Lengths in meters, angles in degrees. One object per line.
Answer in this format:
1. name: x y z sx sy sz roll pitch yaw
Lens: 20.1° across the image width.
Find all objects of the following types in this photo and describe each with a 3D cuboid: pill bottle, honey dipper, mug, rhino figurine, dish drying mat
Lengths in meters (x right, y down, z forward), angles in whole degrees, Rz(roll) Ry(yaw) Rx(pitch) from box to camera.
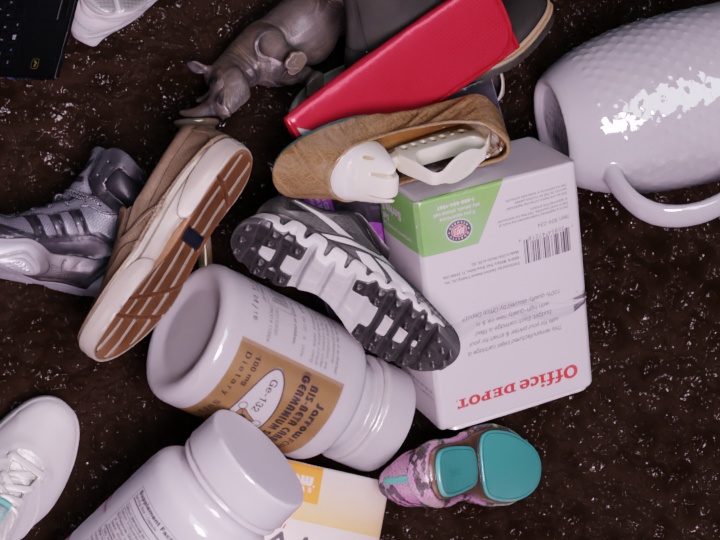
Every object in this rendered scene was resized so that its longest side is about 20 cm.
1. pill bottle: -0.059 0.084 1.604 0.199 0.114 0.115 27 76 -31
2. honey dipper: -0.128 -0.022 1.648 0.038 0.038 0.202 -2 88 -19
3. mug: 0.250 -0.119 1.711 0.174 0.148 0.201 -13 54 -10
4. rhino figurine: -0.066 -0.177 1.662 0.199 0.087 0.060 -36 135 -18
5. dish drying mat: 0.034 -0.149 1.608 0.199 0.018 0.077 -35 126 -7
6. pill bottle: -0.144 0.205 1.533 0.200 0.113 0.113 -43 100 13

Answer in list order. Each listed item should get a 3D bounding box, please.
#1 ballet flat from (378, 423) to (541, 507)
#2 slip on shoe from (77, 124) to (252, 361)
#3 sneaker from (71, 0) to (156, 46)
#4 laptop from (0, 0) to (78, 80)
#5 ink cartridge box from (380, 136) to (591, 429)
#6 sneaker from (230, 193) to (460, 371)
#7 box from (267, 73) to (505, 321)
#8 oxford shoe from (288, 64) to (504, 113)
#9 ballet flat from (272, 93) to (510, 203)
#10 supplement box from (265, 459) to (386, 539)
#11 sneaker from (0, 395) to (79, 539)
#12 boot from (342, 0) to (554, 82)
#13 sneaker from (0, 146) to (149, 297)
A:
1. ballet flat: 0.076 0.162 1.661 0.200 0.071 0.070 2 83 -60
2. slip on shoe: -0.161 -0.024 1.557 0.060 0.076 0.201 30 83 21
3. sneaker: -0.172 -0.256 1.641 0.070 0.080 0.200 43 54 -2
4. laptop: -0.313 -0.248 1.568 0.103 0.199 0.179 25 74 -53
5. ink cartridge box: 0.103 0.010 1.660 0.144 0.084 0.202 -15 114 -19
6. sneaker: 0.000 0.000 1.591 0.199 0.067 0.091 32 40 -2
7. box: 0.037 -0.062 1.675 0.199 0.036 0.144 -26 113 -16
8. oxford shoe: 0.034 -0.147 1.703 0.198 0.058 0.076 -13 90 -18
9. ballet flat: 0.032 -0.086 1.584 0.199 0.072 0.068 -14 130 -25
10. supplement box: -0.062 0.254 1.619 0.125 0.073 0.202 14 80 -18
11. sneaker: -0.276 0.182 1.546 0.075 0.088 0.201 38 74 -10
12. boot: 0.070 -0.222 1.636 0.199 0.077 0.139 -31 131 -26
13. sneaker: -0.236 -0.045 1.593 0.199 0.075 0.115 14 79 -23
